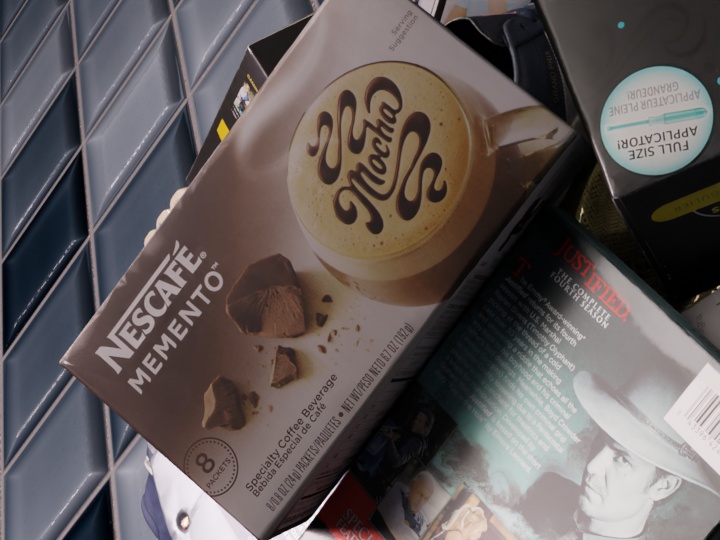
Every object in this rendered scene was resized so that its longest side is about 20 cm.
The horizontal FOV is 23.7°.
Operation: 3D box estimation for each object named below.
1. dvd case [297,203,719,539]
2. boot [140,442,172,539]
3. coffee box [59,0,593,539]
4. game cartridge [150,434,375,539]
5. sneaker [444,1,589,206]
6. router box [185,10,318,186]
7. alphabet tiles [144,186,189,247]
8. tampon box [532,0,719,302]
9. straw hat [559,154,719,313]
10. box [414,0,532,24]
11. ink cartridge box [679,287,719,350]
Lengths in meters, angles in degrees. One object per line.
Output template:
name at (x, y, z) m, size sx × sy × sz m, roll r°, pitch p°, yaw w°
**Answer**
dvd case at (0.060, 0.095, 0.660) m, size 0.201 × 0.022 × 0.146 m, roll -55°, pitch 51°, yaw 13°
boot at (-0.081, 0.149, 1.076) m, size 0.200 × 0.072 × 0.091 m, roll 35°, pitch 121°, yaw 57°
coffee box at (-0.012, -0.006, 0.692) m, size 0.201 × 0.113 × 0.080 m, roll -52°, pitch -11°, yaw 7°
game cartridge at (-0.019, 0.121, 0.762) m, size 0.134 × 0.040 × 0.201 m, roll -52°, pitch 51°, yaw 20°
sneaker at (0.083, -0.108, 0.822) m, size 0.075 × 0.084 × 0.201 m, roll -19°, pitch 36°, yaw 51°
router box at (0.000, 0.000, 0.811) m, size 0.052 × 0.201 × 0.157 m, roll -28°, pitch -9°, yaw -24°
alphabet tiles at (-0.066, 0.060, 0.913) m, size 0.198 × 0.014 × 0.200 m, roll 68°, pitch 160°, yaw 7°
tampon box at (0.150, -0.119, 0.703) m, size 0.149 × 0.126 × 0.202 m, roll -24°, pitch 64°, yaw 11°
straw hat at (0.122, -0.010, 0.823) m, size 0.201 × 0.085 × 0.203 m, roll -42°, pitch 33°, yaw 36°
box at (0.076, -0.209, 1.022) m, size 0.201 × 0.059 × 0.118 m, roll 108°, pitch 166°, yaw -47°
ink cartridge box at (0.132, 0.110, 0.697) m, size 0.200 × 0.083 × 0.147 m, roll -40°, pitch 35°, yaw 38°
